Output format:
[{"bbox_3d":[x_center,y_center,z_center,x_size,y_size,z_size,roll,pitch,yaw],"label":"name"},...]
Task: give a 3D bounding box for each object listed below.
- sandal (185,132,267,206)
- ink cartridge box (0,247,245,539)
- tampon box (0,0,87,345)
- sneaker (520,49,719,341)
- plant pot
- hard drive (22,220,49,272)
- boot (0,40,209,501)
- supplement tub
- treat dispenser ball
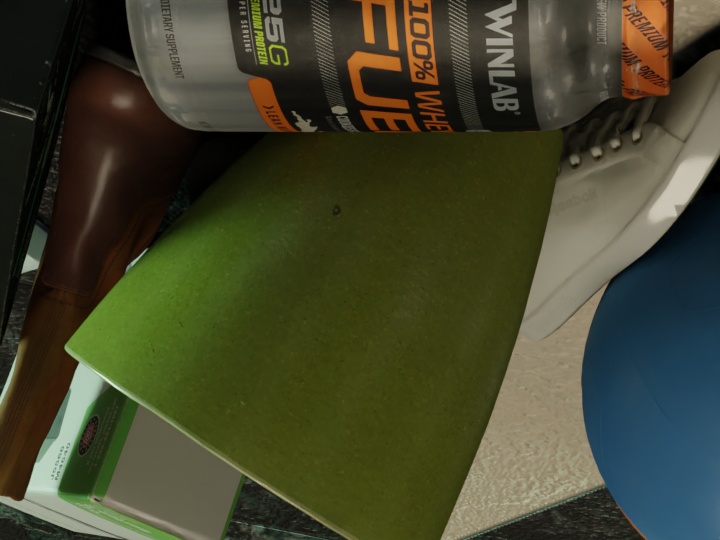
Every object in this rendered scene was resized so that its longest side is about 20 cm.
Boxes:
[{"bbox_3d":[-0.071,-0.014,0.813,0.074,0.045,0.200,16,148,-7],"label":"sandal"},{"bbox_3d":[-0.134,0.073,0.828,0.084,0.147,0.199,28,160,-28],"label":"ink cartridge box"},{"bbox_3d":[-0.193,-0.087,0.632,0.125,0.151,0.200,15,148,-11],"label":"tampon box"},{"bbox_3d":[0.105,-0.044,0.693,0.084,0.073,0.200,37,133,-3],"label":"sneaker"},{"bbox_3d":[0.000,0.000,0.648,0.186,0.201,0.187,31,173,4],"label":"plant pot"},{"bbox_3d":[-0.300,-0.024,0.879,0.199,0.026,0.132,-14,141,34],"label":"hard drive"},{"bbox_3d":[-0.144,0.006,0.684,0.068,0.202,0.188,26,162,-10],"label":"boot"},{"bbox_3d":[0.020,-0.115,0.555,0.198,0.124,0.123,1,147,14],"label":"supplement tub"},{"bbox_3d":[0.207,0.058,0.701,0.198,0.203,0.202,7,148,4],"label":"treat dispenser ball"}]
